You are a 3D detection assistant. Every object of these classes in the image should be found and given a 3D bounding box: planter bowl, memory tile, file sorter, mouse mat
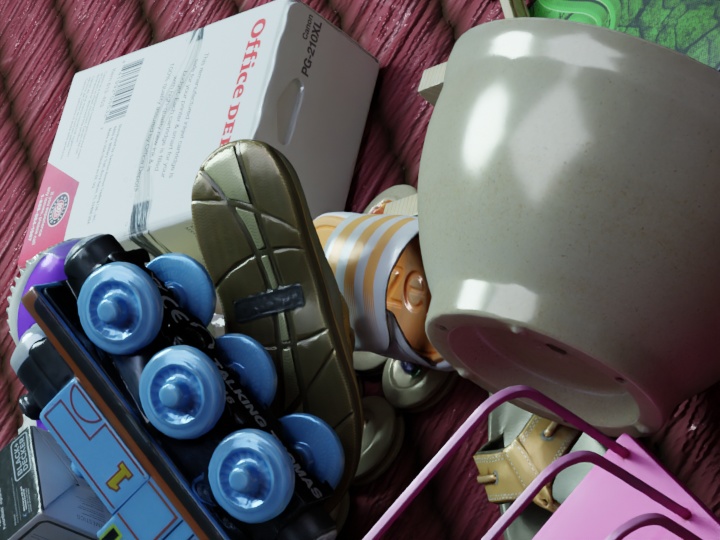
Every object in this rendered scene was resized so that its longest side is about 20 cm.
[{"bbox_3d":[0.108,-0.007,1.381,0.200,0.200,0.135,1,60,50],"label":"planter bowl"},{"bbox_3d":[-0.006,0.052,1.635,0.200,0.017,0.153,-53,35,3],"label":"memory tile"},{"bbox_3d":[0.105,0.166,1.280,0.139,0.125,0.200,-50,51,7],"label":"file sorter"},{"bbox_3d":[0.123,-0.107,1.600,0.161,0.008,0.200,-49,28,10],"label":"mouse mat"}]

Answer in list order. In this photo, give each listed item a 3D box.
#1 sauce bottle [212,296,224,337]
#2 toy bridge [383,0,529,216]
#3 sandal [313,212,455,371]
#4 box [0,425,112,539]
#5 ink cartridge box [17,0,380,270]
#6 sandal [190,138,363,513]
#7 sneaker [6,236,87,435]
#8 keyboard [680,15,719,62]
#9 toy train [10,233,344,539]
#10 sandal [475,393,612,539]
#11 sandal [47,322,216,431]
[{"bbox_3d":[-0.077,0.036,1.657,0.065,0.065,0.200,-63,23,-9],"label":"sauce bottle"},{"bbox_3d":[0.065,-0.106,1.651,0.067,0.027,0.200,-18,45,44],"label":"toy bridge"},{"bbox_3d":[-0.001,0.008,1.571,0.207,0.059,0.079,9,98,62],"label":"sandal"},{"bbox_3d":[-0.189,0.176,1.576,0.200,0.117,0.060,-39,43,27],"label":"box"},{"bbox_3d":[-0.096,-0.063,1.773,0.200,0.084,0.145,-15,52,44],"label":"ink cartridge box"},{"bbox_3d":[-0.037,0.031,1.532,0.080,0.054,0.200,-10,90,24],"label":"sandal"},{"bbox_3d":[-0.147,0.079,1.680,0.100,0.070,0.200,43,140,43],"label":"sneaker"},{"bbox_3d":[0.214,-0.075,1.475,0.127,0.021,0.200,-57,34,-1],"label":"keyboard"},{"bbox_3d":[-0.096,0.079,1.484,0.114,0.087,0.200,-44,77,21],"label":"toy train"},{"bbox_3d":[0.087,0.083,1.454,0.080,0.054,0.200,-37,39,25],"label":"sandal"},{"bbox_3d":[-0.125,0.087,1.609,0.203,0.050,0.082,-52,53,34],"label":"sandal"}]
